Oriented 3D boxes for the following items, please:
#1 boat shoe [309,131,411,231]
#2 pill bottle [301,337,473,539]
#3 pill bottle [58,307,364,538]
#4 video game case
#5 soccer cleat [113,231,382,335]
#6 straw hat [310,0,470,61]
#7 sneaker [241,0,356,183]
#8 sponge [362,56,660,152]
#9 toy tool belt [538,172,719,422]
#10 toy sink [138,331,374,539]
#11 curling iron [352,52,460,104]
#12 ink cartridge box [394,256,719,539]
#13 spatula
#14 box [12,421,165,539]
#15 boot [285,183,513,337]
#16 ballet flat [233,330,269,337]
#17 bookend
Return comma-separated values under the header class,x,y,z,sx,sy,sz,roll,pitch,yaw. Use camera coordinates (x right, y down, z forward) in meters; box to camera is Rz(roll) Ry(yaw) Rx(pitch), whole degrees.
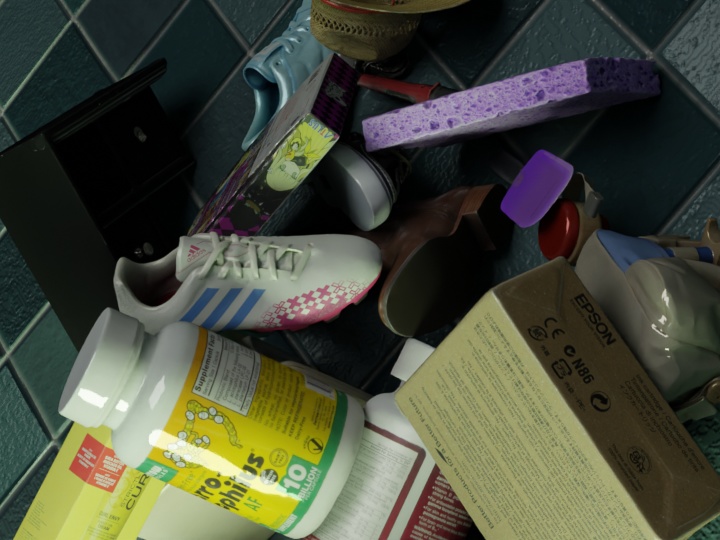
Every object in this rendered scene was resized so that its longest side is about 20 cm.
class,x,y,z,sx,sy,sz,roll,pitch,yaw
boat shoe,0.006,-0.078,1.712,0.066,0.070,0.200,-28,8,-7
pill bottle,0.034,0.158,1.582,0.109,0.109,0.200,23,86,46
pill bottle,-0.108,0.105,1.552,0.113,0.200,0.113,-58,14,24
video game case,-0.075,-0.075,1.704,0.181,0.036,0.200,-48,9,16
soccer cleat,-0.086,0.004,1.580,0.200,0.086,0.070,-15,44,11
straw hat,0.006,-0.219,1.774,0.201,0.201,0.085,51,139,44
sneaker,-0.054,-0.180,1.837,0.074,0.082,0.201,-18,58,55
sponge,0.113,-0.124,1.630,0.200,0.111,0.030,-12,87,34
toy tool belt,0.212,0.020,1.497,0.200,0.123,0.125,-120,44,-52
toy sink,-0.096,0.120,1.710,0.200,0.130,0.112,-44,46,20
curling iron,0.062,-0.150,1.762,0.200,0.026,0.050,27,88,46
ink cartridge box,0.130,0.117,1.437,0.200,0.075,0.165,56,145,12
spatula,0.118,-0.070,1.612,0.057,0.021,0.200,-55,10,5
box,-0.190,0.154,1.636,0.050,0.075,0.200,30,91,47
boot,0.000,0.000,1.679,0.200,0.064,0.186,-6,25,38
ballet flat,-0.088,0.013,1.723,0.070,0.069,0.200,-62,-1,1
bookend,-0.207,-0.054,1.907,0.092,0.199,0.200,-22,101,35
